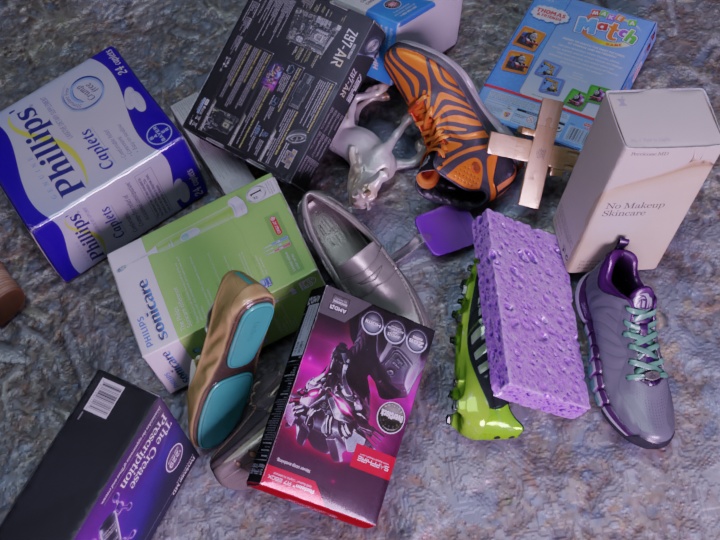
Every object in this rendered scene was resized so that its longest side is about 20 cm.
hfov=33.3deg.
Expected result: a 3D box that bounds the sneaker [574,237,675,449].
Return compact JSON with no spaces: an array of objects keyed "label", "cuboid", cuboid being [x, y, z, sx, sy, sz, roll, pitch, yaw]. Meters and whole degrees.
[{"label":"sneaker","cuboid":[0.259,0.069,1.156,0.074,0.088,0.201,-4,56,-17]}]

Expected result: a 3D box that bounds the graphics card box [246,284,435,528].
[{"label":"graphics card box","cuboid":[-0.017,0.129,1.145,0.125,0.051,0.202,23,74,-16]}]

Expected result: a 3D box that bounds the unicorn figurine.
[{"label":"unicorn figurine","cuboid":[0.011,-0.141,1.358,0.137,0.074,0.200,-39,44,-13]}]

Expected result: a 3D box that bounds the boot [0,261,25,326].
[{"label":"boot","cuboid":[-0.491,0.036,1.331,0.155,0.077,0.200,37,69,26]}]

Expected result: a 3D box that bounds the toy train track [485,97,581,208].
[{"label":"toy train track","cuboid":[0.230,-0.117,1.290,0.198,0.033,0.116,12,100,-6]}]

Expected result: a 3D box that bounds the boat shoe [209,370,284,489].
[{"label":"boat shoe","cuboid":[-0.072,0.140,1.202,0.199,0.075,0.073,-35,49,-22]}]

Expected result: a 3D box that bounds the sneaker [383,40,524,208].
[{"label":"sneaker","cuboid":[0.082,-0.152,1.294,0.200,0.078,0.112,45,60,1]}]

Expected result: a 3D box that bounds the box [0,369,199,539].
[{"label":"box","cuboid":[-0.248,0.219,1.138,0.078,0.142,0.201,20,65,19]}]

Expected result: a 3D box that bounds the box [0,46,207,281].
[{"label":"box","cuboid":[-0.312,-0.125,1.381,0.199,0.105,0.184,-34,58,-10]}]

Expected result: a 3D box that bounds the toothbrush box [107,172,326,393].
[{"label":"toothbrush box","cuboid":[-0.147,0.012,1.269,0.199,0.086,0.146,-26,55,-3]}]

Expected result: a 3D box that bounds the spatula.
[{"label":"spatula","cuboid":[0.034,-0.013,1.295,0.199,0.021,0.057,-28,65,-2]}]

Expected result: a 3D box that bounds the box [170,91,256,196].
[{"label":"box","cuboid":[-0.159,-0.124,1.390,0.041,0.039,0.201,-30,58,-10]}]

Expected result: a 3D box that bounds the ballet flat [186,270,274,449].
[{"label":"ballet flat","cuboid":[-0.134,0.086,1.186,0.068,0.201,0.063,-9,43,-44]}]

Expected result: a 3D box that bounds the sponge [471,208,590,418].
[{"label":"sponge","cuboid":[0.168,0.042,1.193,0.030,0.111,0.202,-38,44,41]}]

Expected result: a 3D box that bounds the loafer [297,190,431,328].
[{"label":"loafer","cuboid":[0.000,0.000,1.247,0.070,0.070,0.200,-40,76,-3]}]

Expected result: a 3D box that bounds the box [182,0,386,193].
[{"label":"box","cuboid":[-0.086,-0.211,1.337,0.159,0.043,0.201,27,90,24]}]

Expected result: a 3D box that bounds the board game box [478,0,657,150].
[{"label":"board game box","cuboid":[0.232,-0.224,1.378,0.150,0.037,0.201,21,66,21]}]

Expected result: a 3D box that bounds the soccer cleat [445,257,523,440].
[{"label":"soccer cleat","cuboid":[0.132,0.077,1.205,0.080,0.068,0.202,9,60,-5]}]

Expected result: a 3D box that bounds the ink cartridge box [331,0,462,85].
[{"label":"ink cartridge box","cuboid":[0.000,-0.314,1.423,0.199,0.085,0.146,28,44,24]}]

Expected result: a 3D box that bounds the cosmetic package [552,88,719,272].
[{"label":"cosmetic package","cuboid":[0.267,-0.084,1.180,0.102,0.201,0.074,-3,57,-10]}]
